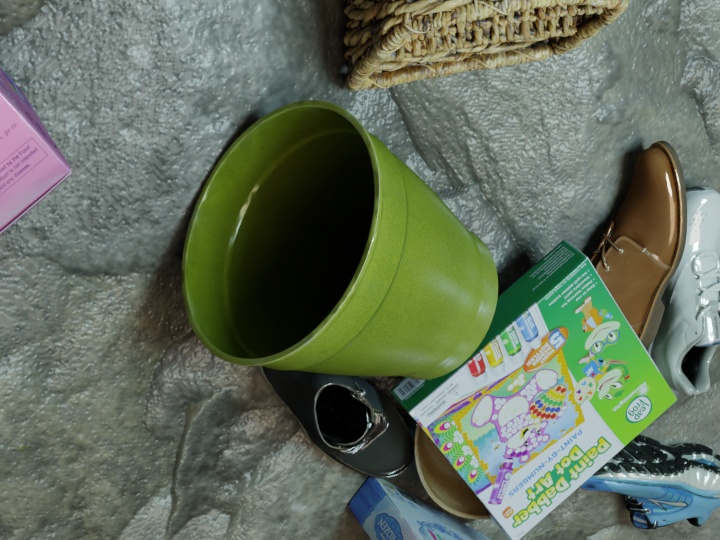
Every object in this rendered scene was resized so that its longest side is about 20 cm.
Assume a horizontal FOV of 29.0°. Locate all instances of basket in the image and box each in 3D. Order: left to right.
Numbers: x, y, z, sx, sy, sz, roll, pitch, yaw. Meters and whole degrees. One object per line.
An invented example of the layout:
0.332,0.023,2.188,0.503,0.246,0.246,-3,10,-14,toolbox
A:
0.097,-0.199,1.036,0.199,0.143,0.150,-11,116,-20,basket

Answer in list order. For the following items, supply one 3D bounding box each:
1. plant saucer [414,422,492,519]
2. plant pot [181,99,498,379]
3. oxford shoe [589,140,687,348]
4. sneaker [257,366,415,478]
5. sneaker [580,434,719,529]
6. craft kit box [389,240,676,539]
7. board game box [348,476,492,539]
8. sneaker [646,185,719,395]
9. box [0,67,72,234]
0.127,0.127,1.256,0.199,0.035,0.201,-11,115,-26,plant saucer
0.000,0.000,1.069,0.193,0.200,0.201,25,101,-44,plant pot
0.238,-0.018,1.231,0.071,0.071,0.201,-1,115,-21,oxford shoe
-0.005,0.135,1.161,0.075,0.106,0.200,-45,127,0,sneaker
0.282,0.216,1.354,0.199,0.078,0.090,14,110,-29,sneaker
0.154,0.109,1.208,0.200,0.049,0.198,-41,127,-3,craft kit box
0.105,0.283,1.227,0.200,0.199,0.043,33,96,-32,board game box
0.308,0.021,1.270,0.074,0.087,0.201,-7,114,-20,sneaker
-0.293,-0.129,0.865,0.097,0.176,0.200,-40,123,-3,box
